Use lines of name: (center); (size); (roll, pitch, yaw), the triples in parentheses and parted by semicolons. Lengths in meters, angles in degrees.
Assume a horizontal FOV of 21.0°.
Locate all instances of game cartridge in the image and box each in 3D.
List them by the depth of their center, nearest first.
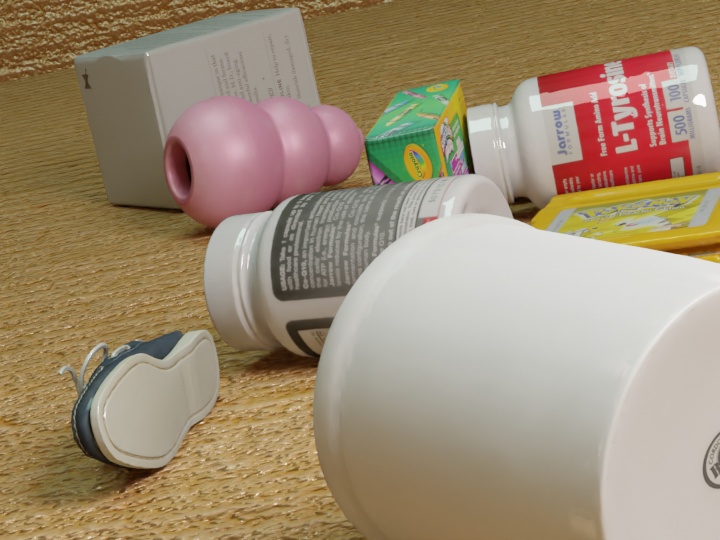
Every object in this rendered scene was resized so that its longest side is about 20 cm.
game cartridge: (0.206, -0.033, 1.441); (0.174, 0.033, 0.200); (-8, 16, 20)

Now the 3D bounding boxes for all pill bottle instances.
pill bottle: (0.000, 0.000, 1.326); (0.198, 0.115, 0.114); (-5, 16, 29)
pill bottle: (0.191, -0.111, 1.589); (0.198, 0.113, 0.112); (-11, 14, 7)

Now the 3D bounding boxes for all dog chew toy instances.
dog chew toy: (-0.086, -0.110, 1.853); (0.198, 0.126, 0.124); (-11, 11, -30)

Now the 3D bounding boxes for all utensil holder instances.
utensil holder: (0.100, 0.068, 0.853); (0.169, 0.172, 0.199); (-21, 17, -29)

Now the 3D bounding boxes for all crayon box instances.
crayon box: (0.056, -0.074, 1.559); (0.058, 0.120, 0.200); (-10, 14, 12)

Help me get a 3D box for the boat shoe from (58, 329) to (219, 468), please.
boat shoe: (-0.146, 0.079, 1.231); (0.061, 0.076, 0.200); (-7, 13, 15)

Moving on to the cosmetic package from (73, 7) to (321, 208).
cosmetic package: (-0.169, -0.175, 2.069); (0.199, 0.168, 0.167); (-21, 15, -32)
